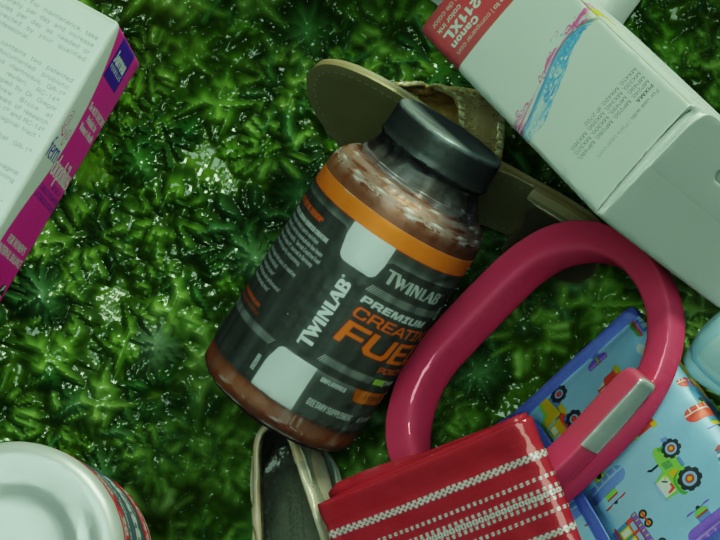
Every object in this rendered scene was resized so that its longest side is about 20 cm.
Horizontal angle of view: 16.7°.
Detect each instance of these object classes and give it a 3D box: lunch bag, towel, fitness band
[{"bbox_3d":[0.132,0.148,1.434,0.200,0.094,0.151,-37,59,7],"label":"lunch bag"},{"bbox_3d":[0.071,0.193,1.378,0.144,0.022,0.200,-24,85,25],"label":"towel"},{"bbox_3d":[0.101,0.062,1.424,0.200,0.037,0.144,-46,48,11],"label":"fitness band"}]

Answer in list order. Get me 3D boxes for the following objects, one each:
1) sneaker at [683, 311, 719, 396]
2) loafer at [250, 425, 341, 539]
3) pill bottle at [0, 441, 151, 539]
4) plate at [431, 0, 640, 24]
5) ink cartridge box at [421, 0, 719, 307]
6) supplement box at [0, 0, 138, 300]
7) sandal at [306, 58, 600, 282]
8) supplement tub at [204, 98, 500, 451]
[{"bbox_3d":[0.273,0.078,1.444,0.200,0.082,0.074,36,41,-22],"label":"sneaker"},{"bbox_3d":[-0.037,0.182,1.426,0.072,0.063,0.200,-17,57,11],"label":"loafer"},{"bbox_3d":[-0.181,0.165,1.399,0.119,0.200,0.120,0,81,3],"label":"pill bottle"},{"bbox_3d":[0.109,-0.244,1.536,0.200,0.032,0.200,37,84,8],"label":"plate"},{"bbox_3d":[0.146,-0.087,1.402,0.083,0.146,0.200,-47,46,9],"label":"ink cartridge box"},{"bbox_3d":[-0.231,-0.078,1.492,0.103,0.101,0.200,28,84,7],"label":"supplement box"},{"bbox_3d":[0.068,-0.077,1.505,0.211,0.078,0.070,34,53,1],"label":"sandal"},{"bbox_3d":[0.000,0.000,1.438,0.107,0.107,0.200,34,103,8],"label":"supplement tub"}]
